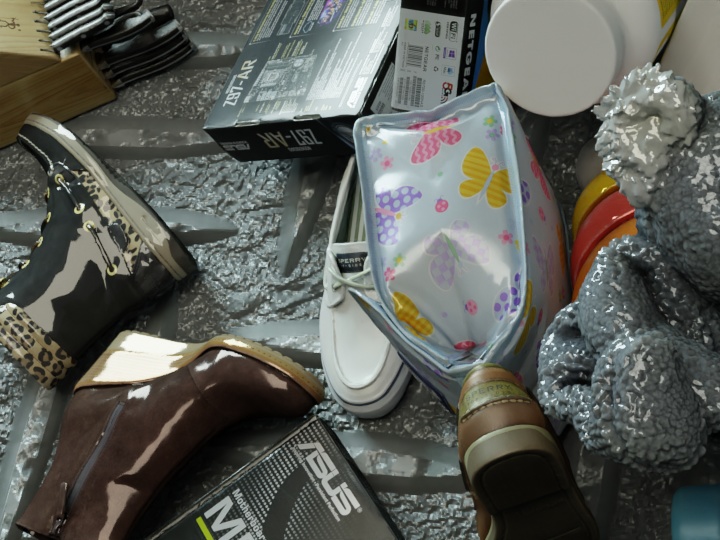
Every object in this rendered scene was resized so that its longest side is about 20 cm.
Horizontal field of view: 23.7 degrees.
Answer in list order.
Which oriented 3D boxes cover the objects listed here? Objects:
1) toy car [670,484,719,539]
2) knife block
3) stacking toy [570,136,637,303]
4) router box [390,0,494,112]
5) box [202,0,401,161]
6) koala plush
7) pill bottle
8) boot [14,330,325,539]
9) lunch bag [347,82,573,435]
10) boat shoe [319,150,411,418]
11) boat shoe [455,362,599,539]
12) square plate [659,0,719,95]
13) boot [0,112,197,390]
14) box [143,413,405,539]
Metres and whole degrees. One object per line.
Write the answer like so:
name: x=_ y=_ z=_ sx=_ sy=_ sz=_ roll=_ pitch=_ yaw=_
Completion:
toy car: x=0.254 y=0.162 z=0.928 sx=0.184 sy=0.200 sz=0.177 roll=-6 pitch=63 yaw=18
knife block: x=-0.236 y=-0.161 z=1.376 sx=0.200 sy=0.175 sz=0.064 roll=-54 pitch=42 yaw=46
stacking toy: x=0.185 y=-0.024 z=1.110 sx=0.146 sy=0.146 sz=0.200 roll=-22 pitch=43 yaw=10
router box: x=0.079 y=-0.213 z=1.161 sx=0.051 sy=0.149 sz=0.200 roll=12 pitch=108 yaw=22
box: x=-0.011 y=-0.175 z=1.251 sx=0.160 sy=0.044 sz=0.200 roll=-2 pitch=55 yaw=42
koala plush: x=0.186 y=-0.006 z=0.924 sx=0.184 sy=0.177 sz=0.200 roll=-152 pitch=69 yaw=-67
pill bottle: x=0.152 y=-0.178 z=1.132 sx=0.112 sy=0.113 sz=0.200 roll=3 pitch=27 yaw=23
boot: x=-0.130 y=0.127 z=1.169 sx=0.200 sy=0.072 sz=0.167 roll=5 pitch=60 yaw=36
lunch bag: x=0.070 y=0.013 z=1.093 sx=0.127 sy=0.170 sz=0.200 roll=-15 pitch=61 yaw=14
boat shoe: x=0.000 y=0.000 z=1.188 sx=0.073 sy=0.067 sz=0.200 roll=-7 pitch=63 yaw=19
boat shoe: x=0.097 y=0.124 z=1.015 sx=0.072 sy=0.200 sz=0.068 roll=-14 pitch=55 yaw=-1
square plate: x=0.254 y=-0.092 z=1.077 sx=0.028 sy=0.200 sz=0.198 roll=-12 pitch=56 yaw=-20
boot: x=-0.233 y=-0.017 z=1.290 sx=0.151 sy=0.073 sz=0.200 roll=-46 pitch=63 yaw=-4
box: x=-0.051 y=0.226 z=1.109 sx=0.193 sy=0.048 sz=0.200 roll=-37 pitch=58 yaw=3
